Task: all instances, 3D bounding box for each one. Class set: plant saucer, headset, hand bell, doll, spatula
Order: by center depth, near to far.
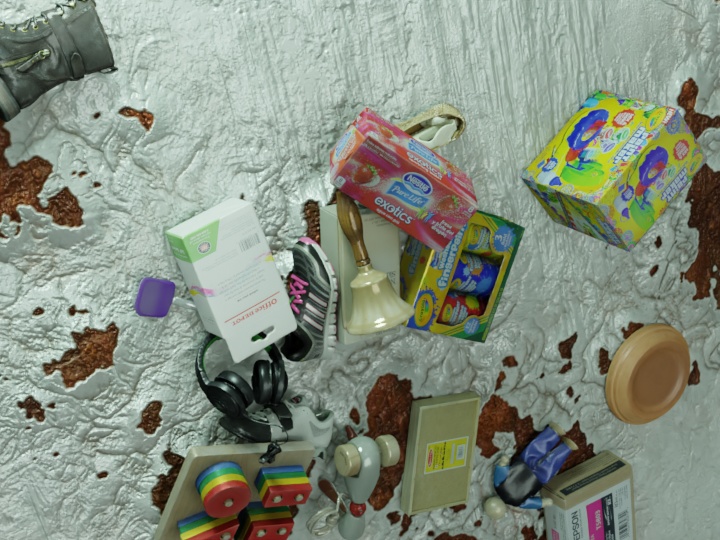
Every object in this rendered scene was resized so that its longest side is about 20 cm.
[{"bbox_3d":[-0.230,0.051,1.630,0.200,0.021,0.057,13,98,-34],"label":"spatula"},{"bbox_3d":[0.000,-0.019,1.634,0.104,0.104,0.201,-23,104,-22],"label":"hand bell"},{"bbox_3d":[-0.161,0.175,1.641,0.123,0.200,0.094,-17,157,-26],"label":"headset"},{"bbox_3d":[0.298,0.367,2.038,0.200,0.048,0.137,-43,106,-9],"label":"doll"},{"bbox_3d":[0.543,0.198,2.137,0.200,0.037,0.201,-10,111,-27],"label":"plant saucer"}]

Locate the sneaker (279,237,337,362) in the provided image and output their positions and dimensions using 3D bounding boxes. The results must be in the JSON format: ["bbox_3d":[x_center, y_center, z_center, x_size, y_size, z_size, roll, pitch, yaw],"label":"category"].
[{"bbox_3d":[-0.087,0.051,1.683,0.087,0.074,0.201,-19,121,-31],"label":"sneaker"}]

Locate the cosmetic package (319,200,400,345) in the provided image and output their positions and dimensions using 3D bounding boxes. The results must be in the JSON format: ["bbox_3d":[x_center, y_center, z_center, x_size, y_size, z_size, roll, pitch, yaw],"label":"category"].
[{"bbox_3d":[0.000,0.000,1.719,0.103,0.073,0.201,-13,112,-26],"label":"cosmetic package"}]

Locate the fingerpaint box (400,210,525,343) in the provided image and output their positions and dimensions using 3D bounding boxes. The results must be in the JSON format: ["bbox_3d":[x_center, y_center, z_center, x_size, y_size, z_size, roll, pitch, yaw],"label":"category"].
[{"bbox_3d":[0.149,0.000,1.807,0.166,0.073,0.201,14,99,-34],"label":"fingerpaint box"}]

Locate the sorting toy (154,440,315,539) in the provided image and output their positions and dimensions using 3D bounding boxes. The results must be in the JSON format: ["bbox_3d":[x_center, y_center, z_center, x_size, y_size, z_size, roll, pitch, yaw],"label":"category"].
[{"bbox_3d":[-0.178,0.348,1.692,0.198,0.070,0.200,2,129,-31],"label":"sorting toy"}]

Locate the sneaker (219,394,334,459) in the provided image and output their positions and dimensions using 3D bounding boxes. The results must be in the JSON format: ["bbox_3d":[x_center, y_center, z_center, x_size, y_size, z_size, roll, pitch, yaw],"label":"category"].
[{"bbox_3d":[-0.122,0.223,1.730,0.200,0.074,0.089,18,93,-42],"label":"sneaker"}]

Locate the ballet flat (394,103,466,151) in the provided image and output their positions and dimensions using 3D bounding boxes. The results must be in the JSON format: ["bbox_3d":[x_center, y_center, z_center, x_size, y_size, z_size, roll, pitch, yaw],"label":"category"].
[{"bbox_3d":[0.074,-0.188,1.701,0.200,0.065,0.071,-35,122,-16],"label":"ballet flat"}]

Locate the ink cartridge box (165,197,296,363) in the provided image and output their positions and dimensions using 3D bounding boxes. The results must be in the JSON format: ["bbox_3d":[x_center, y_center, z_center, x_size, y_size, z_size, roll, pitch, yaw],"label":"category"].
[{"bbox_3d":[-0.177,0.014,1.604,0.117,0.067,0.201,-29,113,-25],"label":"ink cartridge box"}]

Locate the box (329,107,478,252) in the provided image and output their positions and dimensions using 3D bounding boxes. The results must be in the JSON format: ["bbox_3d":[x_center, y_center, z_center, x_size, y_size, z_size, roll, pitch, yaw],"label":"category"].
[{"bbox_3d":[0.060,-0.128,1.632,0.200,0.100,0.096,31,115,-19],"label":"box"}]

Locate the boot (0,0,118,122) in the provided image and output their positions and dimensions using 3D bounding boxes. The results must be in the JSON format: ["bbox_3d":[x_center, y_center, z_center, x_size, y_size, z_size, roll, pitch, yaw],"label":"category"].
[{"bbox_3d":[-0.400,-0.294,1.388,0.174,0.069,0.200,-38,126,-21],"label":"boot"}]

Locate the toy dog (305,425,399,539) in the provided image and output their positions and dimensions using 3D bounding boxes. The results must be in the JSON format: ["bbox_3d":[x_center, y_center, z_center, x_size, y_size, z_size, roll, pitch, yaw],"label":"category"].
[{"bbox_3d":[-0.015,0.328,1.832,0.132,0.096,0.200,17,113,-37],"label":"toy dog"}]

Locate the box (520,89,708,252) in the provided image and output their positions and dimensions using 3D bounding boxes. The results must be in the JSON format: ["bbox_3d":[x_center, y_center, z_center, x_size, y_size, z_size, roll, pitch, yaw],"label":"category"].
[{"bbox_3d":[0.403,-0.163,1.830,0.200,0.193,0.122,-49,124,-8],"label":"box"}]

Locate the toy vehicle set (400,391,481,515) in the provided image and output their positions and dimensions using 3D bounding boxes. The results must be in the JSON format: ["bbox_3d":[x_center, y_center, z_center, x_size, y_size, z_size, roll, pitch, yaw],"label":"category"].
[{"bbox_3d":[0.135,0.308,1.936,0.124,0.026,0.201,-4,109,-30],"label":"toy vehicle set"}]

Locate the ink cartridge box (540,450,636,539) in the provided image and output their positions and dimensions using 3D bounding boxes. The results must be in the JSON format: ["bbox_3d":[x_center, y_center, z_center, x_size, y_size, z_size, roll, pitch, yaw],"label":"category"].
[{"bbox_3d":[0.427,0.460,2.137,0.164,0.075,0.201,-22,118,-24],"label":"ink cartridge box"}]
